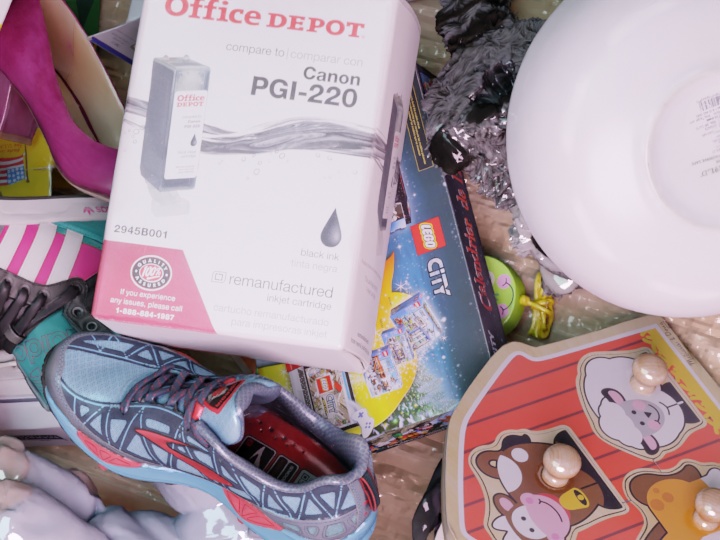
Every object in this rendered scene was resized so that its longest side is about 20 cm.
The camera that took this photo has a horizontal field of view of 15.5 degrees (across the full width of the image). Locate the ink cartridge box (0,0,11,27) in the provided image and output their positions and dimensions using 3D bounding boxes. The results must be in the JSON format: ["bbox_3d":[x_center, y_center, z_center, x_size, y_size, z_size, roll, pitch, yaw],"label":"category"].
[{"bbox_3d":[-0.251,-0.159,1.573,0.200,0.067,0.116,-68,19,-1],"label":"ink cartridge box"}]

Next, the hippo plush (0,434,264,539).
[{"bbox_3d":[-0.113,0.157,1.473,0.161,0.159,0.200,-28,81,10],"label":"hippo plush"}]

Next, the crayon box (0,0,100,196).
[{"bbox_3d":[-0.230,-0.119,1.653,0.127,0.051,0.200,-2,78,23],"label":"crayon box"}]

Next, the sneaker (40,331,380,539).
[{"bbox_3d":[-0.075,0.075,1.413,0.200,0.096,0.079,25,58,6],"label":"sneaker"}]

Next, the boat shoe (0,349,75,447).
[{"bbox_3d":[-0.214,0.068,1.597,0.200,0.072,0.066,-2,74,23],"label":"boat shoe"}]

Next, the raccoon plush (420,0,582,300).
[{"bbox_3d":[0.110,-0.083,1.497,0.097,0.134,0.200,-20,36,25],"label":"raccoon plush"}]

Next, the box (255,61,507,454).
[{"bbox_3d":[0.000,0.000,1.490,0.136,0.038,0.200,-19,72,19],"label":"box"}]

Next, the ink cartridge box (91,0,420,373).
[{"bbox_3d":[-0.055,-0.056,1.444,0.145,0.085,0.200,7,80,11],"label":"ink cartridge box"}]

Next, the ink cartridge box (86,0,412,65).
[{"bbox_3d":[-0.055,-0.167,1.559,0.200,0.099,0.039,-16,73,19],"label":"ink cartridge box"}]

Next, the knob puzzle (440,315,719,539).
[{"bbox_3d":[0.130,0.106,1.374,0.220,0.219,0.030,48,142,24],"label":"knob puzzle"}]

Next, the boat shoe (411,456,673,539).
[{"bbox_3d":[0.129,0.140,1.430,0.200,0.093,0.075,22,116,-3],"label":"boat shoe"}]

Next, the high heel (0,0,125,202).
[{"bbox_3d":[-0.148,-0.098,1.545,0.200,0.067,0.096,28,101,29],"label":"high heel"}]

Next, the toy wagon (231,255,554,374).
[{"bbox_3d":[0.013,0.010,1.524,0.200,0.040,0.155,3,81,25],"label":"toy wagon"}]

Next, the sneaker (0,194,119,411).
[{"bbox_3d":[-0.194,0.028,1.497,0.084,0.200,0.121,-42,64,43],"label":"sneaker"}]

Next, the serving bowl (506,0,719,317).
[{"bbox_3d":[0.180,-0.068,1.390,0.200,0.066,0.200,-2,101,-11],"label":"serving bowl"}]
